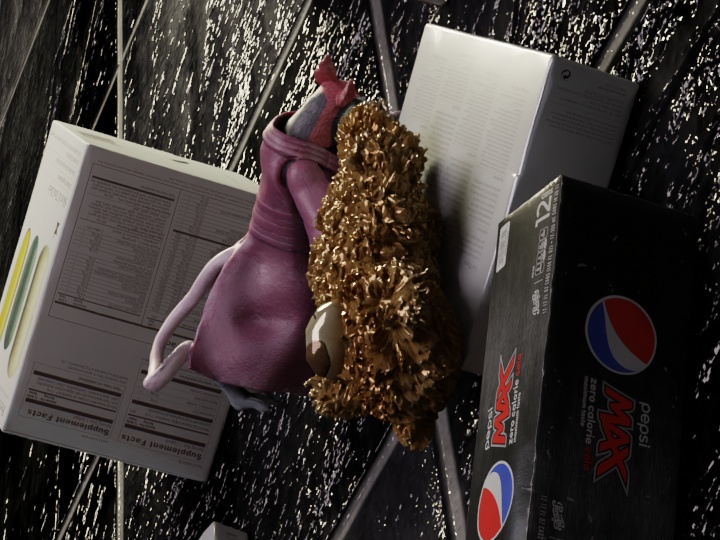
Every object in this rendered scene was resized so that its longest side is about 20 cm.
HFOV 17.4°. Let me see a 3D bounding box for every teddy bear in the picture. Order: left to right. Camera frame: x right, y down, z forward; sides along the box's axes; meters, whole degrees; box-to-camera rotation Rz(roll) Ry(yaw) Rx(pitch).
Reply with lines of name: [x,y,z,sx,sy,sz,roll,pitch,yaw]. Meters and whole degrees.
teddy bear: [0.000,0.000,1.142,0.145,0.066,0.201,119,157,-46]

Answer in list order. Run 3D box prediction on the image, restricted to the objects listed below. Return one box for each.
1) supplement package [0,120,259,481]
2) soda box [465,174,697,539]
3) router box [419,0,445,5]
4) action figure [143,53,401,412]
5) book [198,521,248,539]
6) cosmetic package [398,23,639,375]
supplement package: [-0.162,0.019,1.640,0.152,0.150,0.202,-149,76,-71]
soda box: [0.089,0.069,0.963,0.063,0.070,0.202,142,140,-60]
router box: [0.059,-0.289,1.396,0.180,0.048,0.201,-97,28,-51]
action figure: [-0.041,-0.031,1.345,0.134,0.148,0.202,-98,15,-64]
book: [-0.100,0.268,1.427,0.134,0.048,0.201,-60,20,27]
cosmetic package: [0.061,-0.037,1.173,0.200,0.051,0.152,-146,74,-71]
